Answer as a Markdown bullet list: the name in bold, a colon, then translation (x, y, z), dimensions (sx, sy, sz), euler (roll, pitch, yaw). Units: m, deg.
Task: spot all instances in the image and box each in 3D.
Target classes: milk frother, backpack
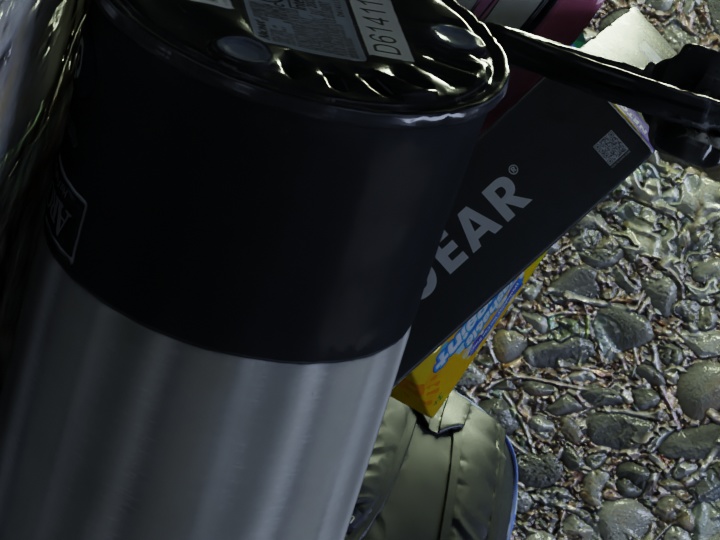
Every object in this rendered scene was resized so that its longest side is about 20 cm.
- **milk frother**: translation (0.004, 0.009, 0.775), dimensions (0.181, 0.199, 0.189), euler (-73, 180, -63)
- **backpack**: translation (-0.001, 0.168, 1.724), dimensions (0.147, 0.182, 0.201), euler (-40, -154, 49)

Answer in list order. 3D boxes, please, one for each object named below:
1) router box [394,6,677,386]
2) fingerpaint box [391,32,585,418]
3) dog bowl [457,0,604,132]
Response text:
- **router box**: translation (0.046, -0.017, 1.103), dimensions (0.200, 0.052, 0.157), euler (-42, 179, 20)
- **fingerpaint box**: translation (0.052, -0.045, 1.483), dimensions (0.200, 0.073, 0.167), euler (-54, 153, -18)
- **dog bowl**: translation (0.056, -0.140, 1.189), dimensions (0.200, 0.074, 0.200), euler (-50, -165, 18)
